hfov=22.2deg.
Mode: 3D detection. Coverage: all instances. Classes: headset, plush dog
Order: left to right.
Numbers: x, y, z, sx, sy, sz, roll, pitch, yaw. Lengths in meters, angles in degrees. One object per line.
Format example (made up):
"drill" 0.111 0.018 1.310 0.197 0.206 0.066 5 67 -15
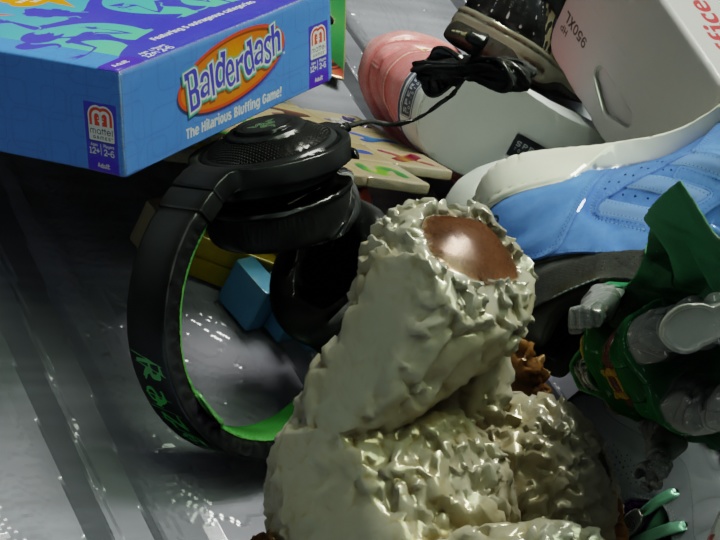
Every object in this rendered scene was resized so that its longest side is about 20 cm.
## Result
"headset" -0.008 -0.015 0.736 0.093 0.124 0.201 8 55 43
"plush dog" 0.043 0.095 0.691 0.171 0.160 0.201 15 47 -53

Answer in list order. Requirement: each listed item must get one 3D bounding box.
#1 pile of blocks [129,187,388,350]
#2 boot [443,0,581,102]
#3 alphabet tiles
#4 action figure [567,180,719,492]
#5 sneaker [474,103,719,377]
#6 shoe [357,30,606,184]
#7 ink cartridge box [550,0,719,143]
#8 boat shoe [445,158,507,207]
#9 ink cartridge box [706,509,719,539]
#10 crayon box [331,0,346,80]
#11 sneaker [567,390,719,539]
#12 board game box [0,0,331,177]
"pile of blocks" 0.000 0.000 0.823 0.199 0.062 0.082 17 35 -18
"boot" 0.123 -0.179 1.036 0.073 0.155 0.203 28 11 16
"alphabet tiles" -0.063 -0.070 0.857 0.199 0.006 0.166 6 17 -31
"action figure" 0.108 0.035 0.655 0.200 0.054 0.119 146 -81 -85
"sneaker" 0.150 -0.012 0.791 0.198 0.077 0.112 -13 54 10
"shoe" 0.088 -0.060 0.963 0.199 0.072 0.091 30 7 -29
"ink cartridge box" 0.217 -0.101 0.926 0.198 0.085 0.145 -2 44 -25
"boat shoe" 0.134 -0.002 0.910 0.199 0.071 0.064 15 17 -24
"ink cartridge box" 0.158 0.183 0.638 0.067 0.202 0.116 0 23 25
"crayon box" -0.089 -0.189 1.017 0.199 0.051 0.127 21 34 -15
"sneaker" 0.147 0.127 0.761 0.200 0.075 0.087 44 40 19
"board game box" -0.135 -0.095 0.780 0.199 0.045 0.152 11 25 28
